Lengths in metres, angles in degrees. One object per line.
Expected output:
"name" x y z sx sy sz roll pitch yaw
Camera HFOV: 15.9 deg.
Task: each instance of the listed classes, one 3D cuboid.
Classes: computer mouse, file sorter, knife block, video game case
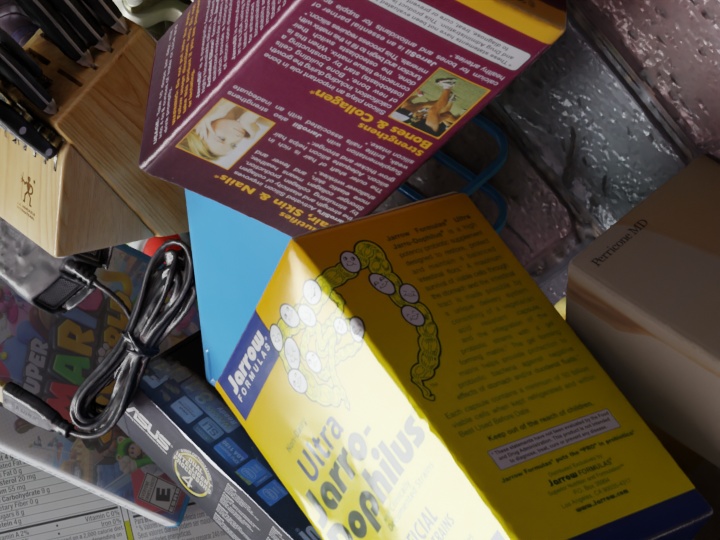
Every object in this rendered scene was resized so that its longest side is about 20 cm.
"computer mouse" -0.189 0.003 1.452 0.199 0.046 0.141 30 106 11
"file sorter" 0.000 0.000 1.376 0.139 0.123 0.201 36 148 28
"knife block" -0.129 -0.103 1.338 0.064 0.199 0.177 34 124 42
"video game case" -0.169 0.047 1.508 0.199 0.144 0.018 27 160 -24

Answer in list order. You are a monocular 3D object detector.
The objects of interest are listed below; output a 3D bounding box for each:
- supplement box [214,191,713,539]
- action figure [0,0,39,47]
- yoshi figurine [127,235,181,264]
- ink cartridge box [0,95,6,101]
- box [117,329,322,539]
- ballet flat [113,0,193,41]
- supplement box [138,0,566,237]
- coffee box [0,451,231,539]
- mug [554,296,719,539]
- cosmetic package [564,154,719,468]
"supplement box" 0.043 0.080 1.167 0.200 0.109 0.109 53 136 25
"action figure" -0.188 -0.119 1.499 0.069 0.131 0.200 20 -168 -43
"yoshi figurine" -0.159 -0.044 1.576 0.113 0.111 0.201 -110 35 -44
"ink cartridge box" -0.321 -0.143 1.652 0.200 0.162 0.057 36 144 28
"box" -0.020 0.104 1.488 0.200 0.161 0.049 43 139 18
"ballet flat" -0.098 -0.137 1.423 0.200 0.069 0.070 48 152 8
"supplement box" -0.005 -0.107 1.186 0.110 0.086 0.200 24 138 -24
"coffee box" -0.150 0.167 1.628 0.200 0.199 0.199 131 126 -72
"mug" 0.154 0.119 1.307 0.148 0.188 0.153 11 158 -2
"cosmetic package" 0.197 0.041 1.148 0.199 0.105 0.071 33 145 30
